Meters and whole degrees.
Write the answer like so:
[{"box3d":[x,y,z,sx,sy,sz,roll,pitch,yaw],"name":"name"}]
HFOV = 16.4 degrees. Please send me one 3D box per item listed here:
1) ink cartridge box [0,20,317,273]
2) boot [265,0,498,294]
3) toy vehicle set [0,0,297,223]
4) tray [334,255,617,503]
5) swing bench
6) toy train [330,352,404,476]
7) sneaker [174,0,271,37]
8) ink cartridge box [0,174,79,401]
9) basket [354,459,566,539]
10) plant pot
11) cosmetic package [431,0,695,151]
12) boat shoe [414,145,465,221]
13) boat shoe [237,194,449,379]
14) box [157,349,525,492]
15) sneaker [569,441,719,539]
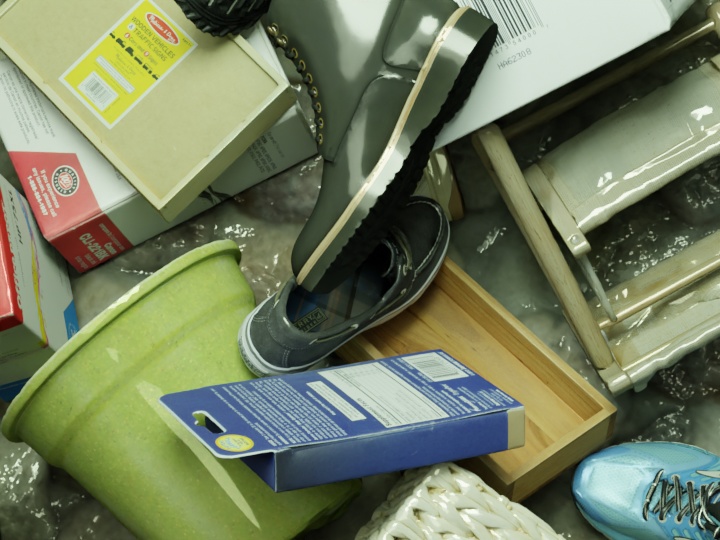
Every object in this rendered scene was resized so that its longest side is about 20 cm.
[{"box3d":[-0.149,-0.113,1.770,0.199,0.084,0.145,-27,69,3],"name":"ink cartridge box"},{"box3d":[-0.021,-0.100,1.555,0.138,0.077,0.200,33,94,12],"name":"boot"},{"box3d":[-0.154,-0.144,1.722,0.124,0.027,0.200,-43,69,-5],"name":"toy vehicle set"},{"box3d":[0.065,0.065,1.661,0.098,0.037,0.200,-31,57,-27],"name":"tray"},{"box3d":[0.206,-0.049,1.647,0.198,0.130,0.201,-28,91,2],"name":"swing bench"},{"box3d":[0.022,0.084,1.701,0.046,0.034,0.200,-28,68,-11],"name":"toy train"},{"box3d":[-0.080,-0.213,1.703,0.079,0.200,0.074,47,116,12],"name":"sneaker"},{"box3d":[-0.255,0.004,1.694,0.067,0.200,0.117,-16,71,7],"name":"ink cartridge box"},{"box3d":[0.081,0.216,1.564,0.200,0.136,0.124,34,79,-3],"name":"basket"},{"box3d":[-0.102,0.113,1.647,0.200,0.200,0.184,-40,80,-2],"name":"plant pot"},{"box3d":[0.108,-0.184,1.637,0.199,0.200,0.123,-26,95,21],"name":"cosmetic package"},{"box3d":[0.017,-0.122,1.747,0.065,0.072,0.201,-18,76,5],"name":"boat shoe"},{"box3d":[0.000,0.000,1.623,0.200,0.066,0.070,-33,84,-39],"name":"boat shoe"},{"box3d":[-0.014,0.092,1.533,0.199,0.121,0.033,-7,108,-23],"name":"box"},{"box3d":[0.230,0.147,1.603,0.199,0.090,0.079,11,75,20],"name":"sneaker"}]
